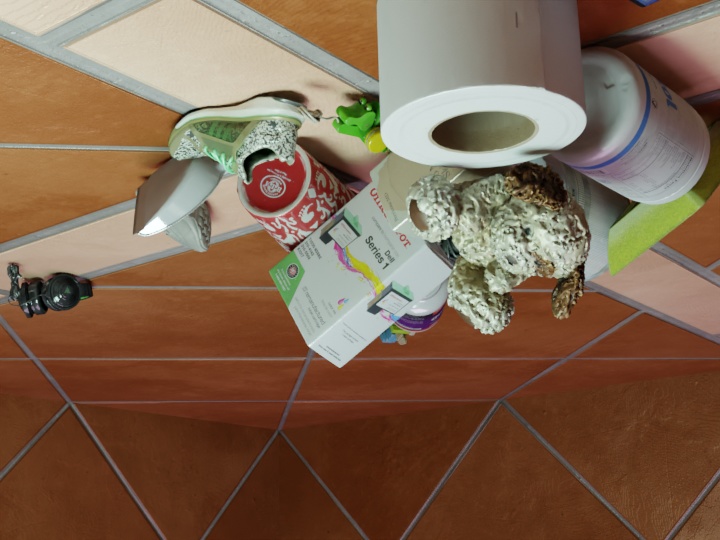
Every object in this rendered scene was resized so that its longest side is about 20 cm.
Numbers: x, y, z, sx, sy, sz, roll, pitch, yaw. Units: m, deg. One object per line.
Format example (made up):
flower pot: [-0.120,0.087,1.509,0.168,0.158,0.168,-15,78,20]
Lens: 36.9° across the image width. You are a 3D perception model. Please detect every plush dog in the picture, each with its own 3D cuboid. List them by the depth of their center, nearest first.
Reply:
plush dog: [0.169,-0.042,1.144,0.171,0.160,0.202,10,136,48]

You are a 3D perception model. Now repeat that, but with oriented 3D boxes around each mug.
mug: [-0.097,-0.083,1.471,0.175,0.135,0.200,-9,160,18]

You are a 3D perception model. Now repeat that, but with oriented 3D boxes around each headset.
headset: [-0.577,0.033,1.981,0.122,0.095,0.200,-11,177,19]

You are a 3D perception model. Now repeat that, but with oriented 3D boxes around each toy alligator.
toy alligator: [0.010,-0.179,1.280,0.199,0.059,0.055,15,118,-46]

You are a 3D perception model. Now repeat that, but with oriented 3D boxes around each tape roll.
tape roll: [0.116,-0.199,1.053,0.199,0.141,0.203,-1,165,0]

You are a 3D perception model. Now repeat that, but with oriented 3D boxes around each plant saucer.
plant saucer: [0.403,-0.105,1.385,0.048,0.200,0.200,43,146,3]

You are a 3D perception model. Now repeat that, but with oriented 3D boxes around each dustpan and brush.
dustpan and brush: [-0.203,-0.123,1.394,0.199,0.140,0.057,-39,119,16]

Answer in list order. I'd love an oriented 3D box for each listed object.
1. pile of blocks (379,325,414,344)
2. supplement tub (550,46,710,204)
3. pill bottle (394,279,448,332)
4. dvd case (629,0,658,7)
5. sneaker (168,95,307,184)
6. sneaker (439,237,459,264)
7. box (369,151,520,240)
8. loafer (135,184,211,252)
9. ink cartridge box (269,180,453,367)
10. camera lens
pile of blocks: [0.057,0.116,2.269,0.061,0.083,0.200,5,164,-24]
supplement tub: [0.298,-0.160,1.223,0.131,0.134,0.199,-14,161,37]
pill bottle: [0.102,0.037,1.938,0.111,0.114,0.200,-1,165,-1]
dvd case: [0.252,-0.295,0.949,0.198,0.018,0.142,12,160,-41]
sneaker: [-0.154,-0.147,1.301,0.198,0.090,0.077,-10,162,31]
sneaker: [0.123,-0.041,1.741,0.196,0.077,0.114,-4,163,-3]
box: [0.112,-0.130,1.258,0.077,0.096,0.200,11,137,-46]
loafer: [-0.268,-0.081,1.578,0.069,0.071,0.200,1,157,11]
ink cartridge box: [0.000,0.000,1.392,0.199,0.145,0.084,-40,140,9]
camera lens: [0.258,-0.077,1.459,0.198,0.163,0.159,14,158,-43]
